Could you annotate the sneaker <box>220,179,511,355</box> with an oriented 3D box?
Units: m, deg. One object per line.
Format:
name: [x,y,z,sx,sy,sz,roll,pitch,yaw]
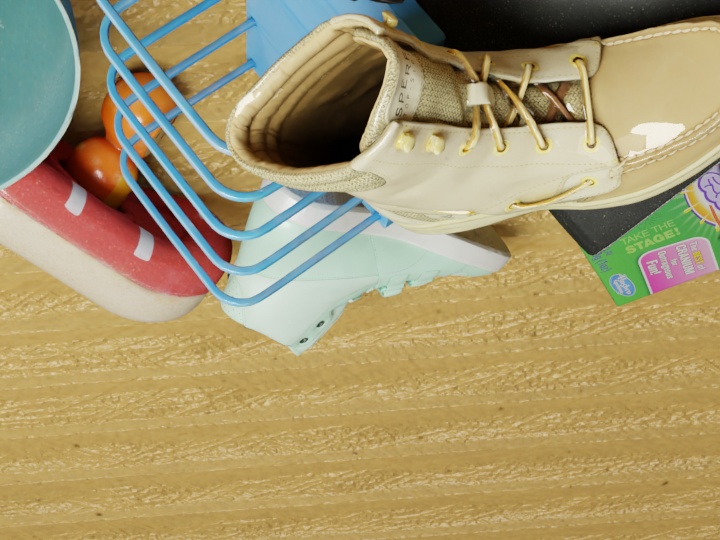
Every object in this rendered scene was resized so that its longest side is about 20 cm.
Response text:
sneaker: [0.000,0.000,0.934,0.199,0.074,0.119,9,123,-36]

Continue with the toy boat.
toy boat: [-0.155,-0.063,0.882,0.199,0.131,0.131,35,97,-34]

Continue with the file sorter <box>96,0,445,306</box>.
file sorter: [-0.055,-0.088,0.749,0.122,0.139,0.200,-35,165,-18]

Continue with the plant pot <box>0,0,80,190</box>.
plant pot: [-0.246,-0.149,0.747,0.197,0.136,0.201,-5,137,-5]

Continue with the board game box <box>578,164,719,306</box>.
board game box: [0.228,-0.067,0.929,0.198,0.041,0.153,-22,134,21]

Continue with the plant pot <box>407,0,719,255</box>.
plant pot: [0.126,-0.170,0.714,0.177,0.201,0.200,37,127,-20]

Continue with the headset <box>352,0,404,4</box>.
headset: [0.005,-0.226,0.641,0.093,0.203,0.123,16,177,-13]

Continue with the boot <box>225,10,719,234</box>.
boot: [0.059,-0.070,0.599,0.198,0.074,0.155,-13,166,30]
